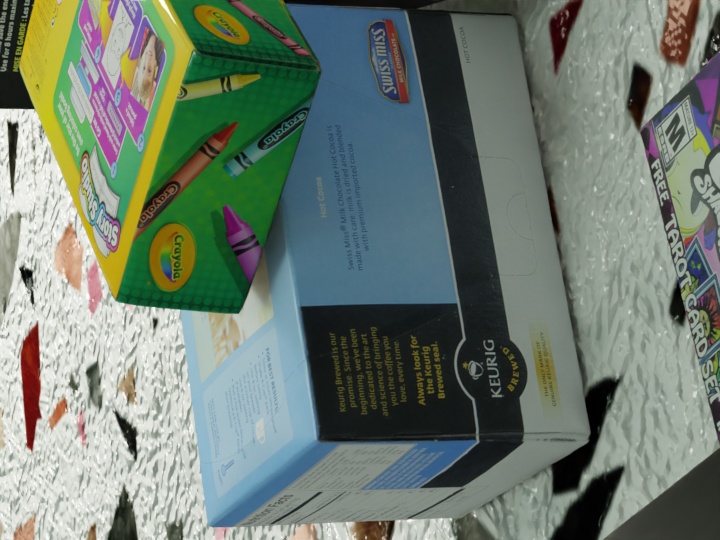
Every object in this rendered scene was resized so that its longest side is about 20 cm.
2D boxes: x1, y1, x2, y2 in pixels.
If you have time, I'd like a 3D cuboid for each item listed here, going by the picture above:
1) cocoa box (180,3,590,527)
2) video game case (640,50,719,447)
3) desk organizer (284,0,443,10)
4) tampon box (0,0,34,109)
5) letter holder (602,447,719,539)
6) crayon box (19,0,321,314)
[{"bbox_3d":[0.000,0.000,1.139,0.133,0.131,0.200,138,128,-58],"label":"cocoa box"},{"bbox_3d":[0.171,-0.003,0.882,0.181,0.036,0.200,-47,48,54],"label":"video game case"},{"bbox_3d":[0.016,-0.161,1.168,0.200,0.077,0.072,-10,115,50],"label":"desk organizer"},{"bbox_3d":[-0.122,-0.167,1.323,0.150,0.200,0.126,-126,43,-51],"label":"tampon box"},{"bbox_3d":[0.171,0.122,0.682,0.200,0.101,0.142,-2,116,55],"label":"letter holder"},{"bbox_3d":[-0.086,-0.086,1.102,0.200,0.058,0.119,-119,41,-51],"label":"crayon box"}]
